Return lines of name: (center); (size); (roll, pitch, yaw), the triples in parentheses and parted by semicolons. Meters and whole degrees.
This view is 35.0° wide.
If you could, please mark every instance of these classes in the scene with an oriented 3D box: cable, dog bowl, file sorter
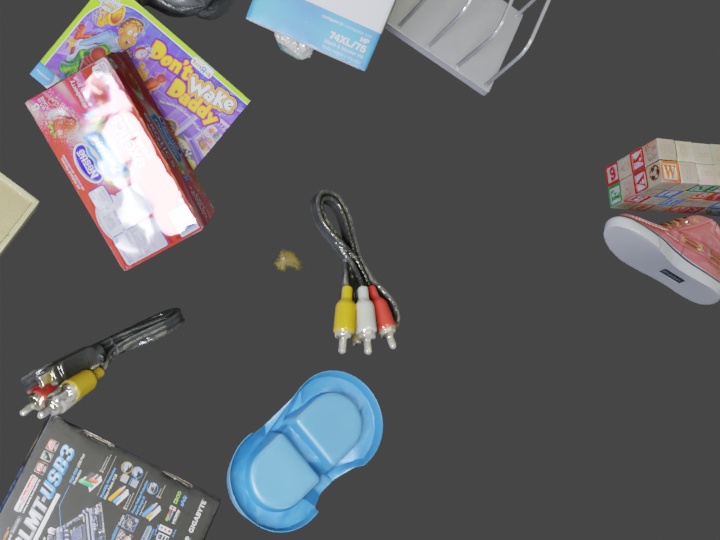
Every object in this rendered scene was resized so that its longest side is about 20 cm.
cable: (0.000, 0.000, 1.322); (0.096, 0.050, 0.202); (-2, 76, -30)
dog bowl: (-0.064, 0.197, 1.245); (0.200, 0.050, 0.112); (-42, 94, -27)
file sorter: (0.130, -0.351, 1.449); (0.199, 0.124, 0.140); (32, 65, -13)
cable: (-0.267, 0.097, 1.180); (0.199, 0.097, 0.051); (-27, 98, -48)

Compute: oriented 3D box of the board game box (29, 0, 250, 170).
board game box: (-0.239, -0.199, 1.253); (0.200, 0.045, 0.135); (40, 89, -9)

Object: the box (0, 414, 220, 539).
box: (-0.266, 0.276, 1.131); (0.197, 0.050, 0.201); (28, 66, -13)

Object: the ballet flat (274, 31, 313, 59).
ballet flat: (-0.068, -0.360, 1.396); (0.071, 0.072, 0.202); (11, 72, -21)

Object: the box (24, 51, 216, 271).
box: (-0.245, -0.116, 1.188); (0.099, 0.096, 0.201); (-27, 101, 8)

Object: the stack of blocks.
stack of blocks: (0.445, -0.122, 1.530); (0.198, 0.115, 0.059); (2, 74, -24)

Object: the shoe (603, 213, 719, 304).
shoe: (0.410, -0.040, 1.519); (0.199, 0.071, 0.092); (31, 63, -19)

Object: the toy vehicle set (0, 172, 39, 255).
toy vehicle set: (-0.446, -0.080, 1.165); (0.199, 0.026, 0.125); (38, 64, -10)

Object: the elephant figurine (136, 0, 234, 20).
elephant figurine: (-0.191, -0.350, 1.318); (0.141, 0.154, 0.202); (20, 73, -64)

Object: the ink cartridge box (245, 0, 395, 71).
ink cartridge box: (-0.020, -0.346, 1.285); (0.145, 0.147, 0.201); (23, 100, -3)
